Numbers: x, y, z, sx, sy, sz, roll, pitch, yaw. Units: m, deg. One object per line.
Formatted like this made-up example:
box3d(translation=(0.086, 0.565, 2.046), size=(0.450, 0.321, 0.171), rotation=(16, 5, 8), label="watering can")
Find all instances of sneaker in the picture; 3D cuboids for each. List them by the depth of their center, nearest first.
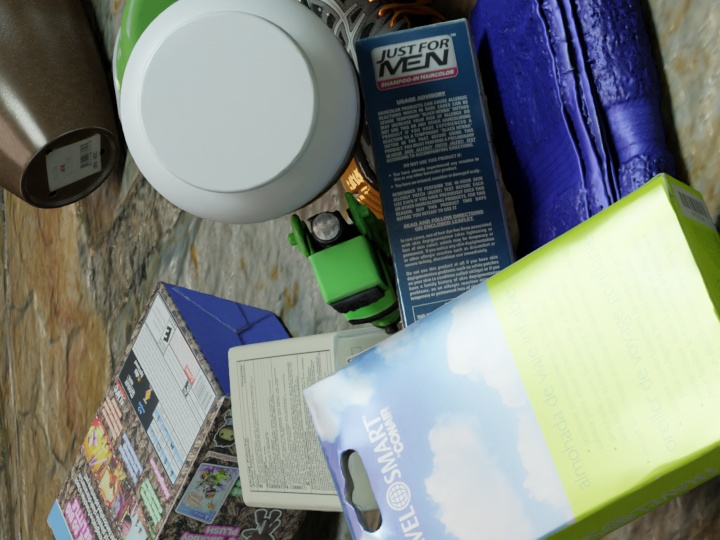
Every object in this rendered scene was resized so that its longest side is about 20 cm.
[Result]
box3d(translation=(0.018, -0.127, 1.341), size=(0.077, 0.078, 0.201), rotation=(-45, 55, 48), label="sneaker")

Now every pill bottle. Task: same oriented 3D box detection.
box3d(translation=(-0.056, -0.079, 1.170), size=(0.200, 0.111, 0.113), rotation=(-48, -46, -86), label="pill bottle")

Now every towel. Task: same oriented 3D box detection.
box3d(translation=(0.097, -0.058, 1.156), size=(0.148, 0.049, 0.201), rotation=(137, 125, -65), label="towel")

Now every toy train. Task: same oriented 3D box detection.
box3d(translation=(0.000, 0.000, 1.237), size=(0.200, 0.042, 0.057), rotation=(37, -149, -81), label="toy train")

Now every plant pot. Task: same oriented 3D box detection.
box3d(translation=(-0.289, -0.155, 2.061), size=(0.200, 0.186, 0.187), rotation=(53, 146, 31), label="plant pot")

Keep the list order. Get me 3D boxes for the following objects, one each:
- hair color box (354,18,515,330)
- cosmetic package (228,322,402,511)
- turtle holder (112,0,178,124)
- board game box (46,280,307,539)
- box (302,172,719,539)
box3d(translation=(0.045, -0.010, 1.197), size=(0.100, 0.060, 0.201), rotation=(74, -173, -70), label="hair color box")
box3d(translation=(-0.005, 0.085, 1.419), size=(0.200, 0.087, 0.104), rotation=(172, 92, -69), label="cosmetic package")
box3d(translation=(-0.093, -0.139, 1.531), size=(0.132, 0.140, 0.186), rotation=(115, 143, -56), label="turtle holder")
box3d(translation=(-0.113, 0.138, 1.624), size=(0.201, 0.096, 0.160), rotation=(-63, 30, 18), label="board game box")
box3d(translation=(0.079, 0.060, 1.060), size=(0.199, 0.048, 0.123), rotation=(-31, 64, 24), label="box")
